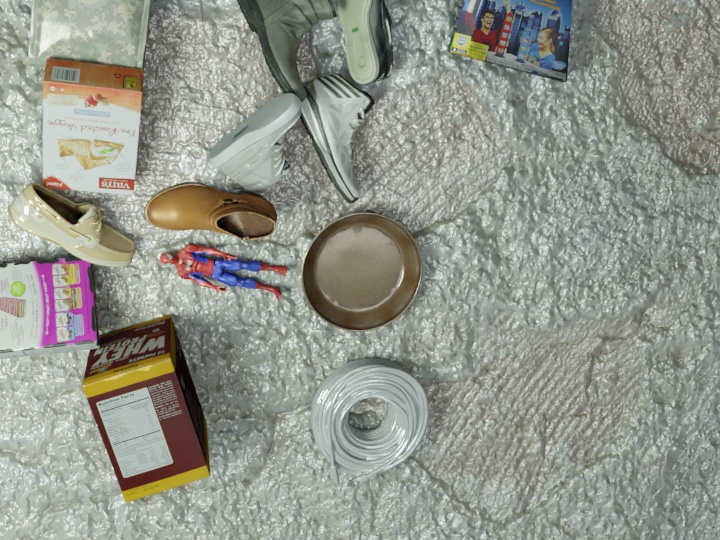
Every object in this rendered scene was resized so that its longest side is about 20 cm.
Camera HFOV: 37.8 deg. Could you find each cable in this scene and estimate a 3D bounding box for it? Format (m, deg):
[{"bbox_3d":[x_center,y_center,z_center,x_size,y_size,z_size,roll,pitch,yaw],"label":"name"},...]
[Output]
[{"bbox_3d":[0.016,0.246,1.769,0.199,0.069,0.200,-19,108,-7],"label":"cable"}]

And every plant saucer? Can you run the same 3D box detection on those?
[{"bbox_3d":[0.000,0.000,1.711,0.200,0.037,0.201,-3,107,-11],"label":"plant saucer"}]

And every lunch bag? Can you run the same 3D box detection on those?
[{"bbox_3d":[-0.378,-0.368,1.483,0.164,0.118,0.201,7,100,-15],"label":"lunch bag"}]

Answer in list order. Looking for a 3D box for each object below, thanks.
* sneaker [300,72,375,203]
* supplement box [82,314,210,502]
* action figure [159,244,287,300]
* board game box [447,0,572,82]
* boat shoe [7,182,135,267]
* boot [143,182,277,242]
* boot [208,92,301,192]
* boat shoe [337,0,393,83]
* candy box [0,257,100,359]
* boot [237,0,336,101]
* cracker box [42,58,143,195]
[{"bbox_3d":[-0.017,-0.210,1.625,0.115,0.076,0.201,-26,107,-2],"label":"sneaker"},{"bbox_3d":[-0.325,0.206,1.617,0.132,0.197,0.201,-16,109,-5],"label":"supplement box"},{"bbox_3d":[-0.218,-0.001,1.661,0.199,0.052,0.066,12,107,-12],"label":"action figure"},{"bbox_3d":[0.249,-0.413,1.629,0.199,0.062,0.200,12,102,-15],"label":"board game box"},{"bbox_3d":[-0.418,-0.068,1.567,0.200,0.074,0.069,24,119,-31],"label":"boat shoe"},{"bbox_3d":[-0.223,-0.083,1.577,0.199,0.155,0.074,-6,107,-10],"label":"boot"},{"bbox_3d":[-0.133,-0.187,1.575,0.096,0.074,0.200,40,138,-26],"label":"boot"},{"bbox_3d":[0.012,-0.387,1.596,0.068,0.072,0.201,-17,105,-45],"label":"boat shoe"},{"bbox_3d":[-0.499,0.059,1.582,0.199,0.061,0.137,-5,76,-11],"label":"candy box"},{"bbox_3d":[-0.090,-0.356,1.553,0.130,0.068,0.200,-25,91,-3],"label":"boot"},{"bbox_3d":[-0.386,-0.201,1.512,0.134,0.058,0.200,4,138,-13],"label":"cracker box"}]
